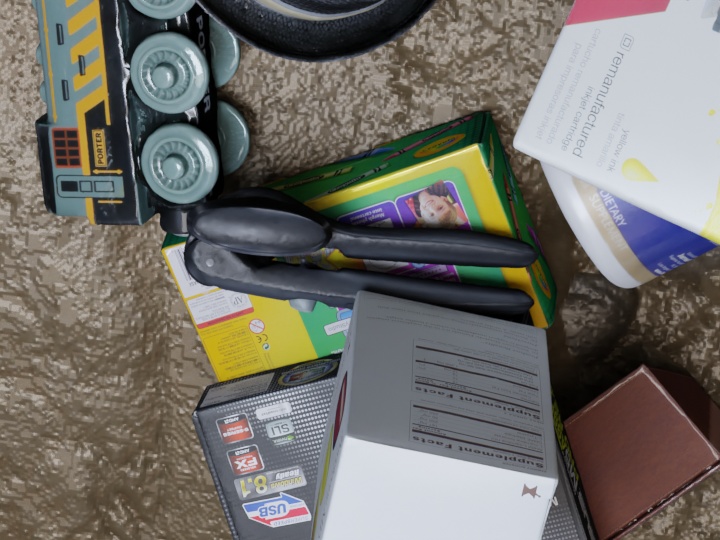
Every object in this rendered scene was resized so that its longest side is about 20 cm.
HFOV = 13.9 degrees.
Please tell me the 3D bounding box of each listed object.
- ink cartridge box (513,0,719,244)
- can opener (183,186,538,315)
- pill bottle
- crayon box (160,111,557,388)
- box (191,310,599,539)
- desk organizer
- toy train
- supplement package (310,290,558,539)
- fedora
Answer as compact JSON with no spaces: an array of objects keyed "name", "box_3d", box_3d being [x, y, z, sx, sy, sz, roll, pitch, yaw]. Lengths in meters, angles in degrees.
[{"name":"ink cartridge box","box_3d":[0.201,-0.085,1.509,0.199,0.083,0.146,26,95,17]},{"name":"can opener","box_3d":[-0.001,-0.002,1.634,0.199,0.079,0.064,11,104,-8]},{"name":"pill bottle","box_3d":[0.204,-0.082,1.613,0.199,0.116,0.116,-28,107,15]},{"name":"crayon box","box_3d":[0.000,0.000,1.698,0.199,0.058,0.119,-18,110,13]},{"name":"box","box_3d":[0.023,0.122,1.685,0.199,0.044,0.161,-14,106,13]},{"name":"desk organizer","box_3d":[0.115,0.126,1.733,0.200,0.072,0.077,-37,102,18]},{"name":"toy train","box_3d":[-0.129,-0.116,1.651,0.113,0.085,0.201,0,108,16]},{"name":"supplement package","box_3d":[0.036,0.105,1.542,0.109,0.200,0.114,12,110,-2]},{"name":"fedora","box_3d":[-0.017,-0.208,1.561,0.200,0.092,0.202,-2,97,-18]}]
